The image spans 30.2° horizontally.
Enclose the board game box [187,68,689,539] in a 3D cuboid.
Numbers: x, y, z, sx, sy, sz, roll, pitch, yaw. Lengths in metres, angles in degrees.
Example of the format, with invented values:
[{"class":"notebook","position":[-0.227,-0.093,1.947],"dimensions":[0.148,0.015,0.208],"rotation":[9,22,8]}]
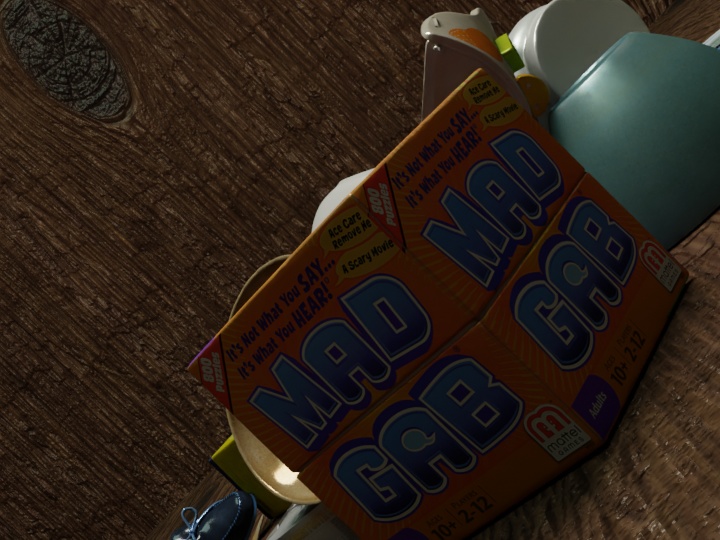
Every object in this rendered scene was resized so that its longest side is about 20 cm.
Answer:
[{"class":"board game box","position":[0.054,0.033,0.873],"dimensions":[0.200,0.200,0.200],"rotation":[-45,2,40]}]

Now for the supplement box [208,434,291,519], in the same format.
[{"class":"supplement box","position":[-0.078,0.199,1.569],"dimensions":[0.110,0.109,0.200],"rotation":[-47,3,-32]}]

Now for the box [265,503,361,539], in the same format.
[{"class":"box","position":[0.006,0.177,1.143],"dimensions":[0.200,0.048,0.158],"rotation":[-44,2,36]}]

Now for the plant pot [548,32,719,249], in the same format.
[{"class":"plant pot","position":[0.231,-0.112,1.081],"dimensions":[0.200,0.135,0.200],"rotation":[-46,2,2]}]

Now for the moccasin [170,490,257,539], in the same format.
[{"class":"moccasin","position":[-0.200,0.341,1.604],"dimensions":[0.200,0.068,0.080],"rotation":[-52,30,17]}]

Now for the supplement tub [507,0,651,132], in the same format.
[{"class":"supplement tub","position":[0.186,-0.172,1.291],"dimensions":[0.140,0.140,0.200],"rotation":[-46,2,-22]}]

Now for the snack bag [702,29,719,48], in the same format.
[{"class":"snack bag","position":[0.411,-0.257,1.495],"dimensions":[0.200,0.021,0.189],"rotation":[-32,-7,-44]}]

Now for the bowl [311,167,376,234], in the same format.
[{"class":"bowl","position":[0.058,-0.062,1.329],"dimensions":[0.199,0.075,0.200],"rotation":[-3,-3,-19]}]

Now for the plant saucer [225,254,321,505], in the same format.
[{"class":"plant saucer","position":[-0.040,0.087,1.078],"dimensions":[0.035,0.200,0.200],"rotation":[-1,-32,-42]}]

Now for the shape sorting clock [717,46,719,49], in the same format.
[{"class":"shape sorting clock","position":[0.358,-0.191,1.404],"dimensions":[0.200,0.039,0.200],"rotation":[-38,-6,-5]}]

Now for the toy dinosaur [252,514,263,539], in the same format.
[{"class":"toy dinosaur","position":[-0.149,0.335,1.335],"dimensions":[0.200,0.058,0.101],"rotation":[-54,19,-13]}]

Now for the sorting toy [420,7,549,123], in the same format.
[{"class":"sorting toy","position":[0.104,-0.143,1.172],"dimensions":[0.180,0.107,0.200],"rotation":[-82,-5,-59]}]
